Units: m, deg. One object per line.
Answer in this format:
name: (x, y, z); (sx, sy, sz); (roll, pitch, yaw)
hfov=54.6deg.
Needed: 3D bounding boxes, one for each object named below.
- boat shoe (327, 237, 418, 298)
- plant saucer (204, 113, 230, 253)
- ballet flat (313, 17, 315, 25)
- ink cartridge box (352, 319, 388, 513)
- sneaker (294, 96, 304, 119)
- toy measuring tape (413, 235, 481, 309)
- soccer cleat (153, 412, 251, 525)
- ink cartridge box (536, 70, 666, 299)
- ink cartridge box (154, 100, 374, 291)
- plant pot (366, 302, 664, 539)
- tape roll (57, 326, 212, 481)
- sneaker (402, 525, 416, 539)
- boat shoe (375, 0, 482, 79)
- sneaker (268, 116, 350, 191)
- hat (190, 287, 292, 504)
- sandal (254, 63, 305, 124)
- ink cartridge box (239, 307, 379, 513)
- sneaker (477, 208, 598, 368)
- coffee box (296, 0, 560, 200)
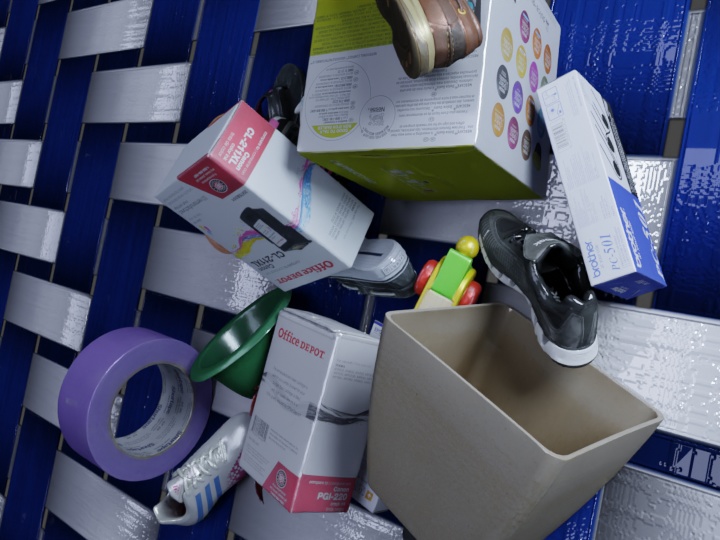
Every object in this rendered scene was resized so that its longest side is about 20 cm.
boat shoe: (0.000, 0.000, 0.845); (0.072, 0.071, 0.200); (-43, 25, -14)
plant saucer: (-0.183, -0.126, 1.020); (0.199, 0.037, 0.203); (7, 99, 50)
ballet flat: (-0.020, -0.277, 0.898); (0.062, 0.069, 0.201); (-14, 45, -3)
ink cartridge box: (0.024, 0.170, 0.819); (0.094, 0.037, 0.202); (25, 100, 41)
sneaker: (-0.032, -0.181, 0.881); (0.080, 0.070, 0.201); (-49, 38, 23)
toy measuring tape: (0.079, 0.054, 0.761); (0.073, 0.073, 0.202); (32, 101, 38)
soccer cleat: (-0.212, 0.279, 0.959); (0.070, 0.086, 0.201); (46, 110, 35)
ink cartridge box: (0.227, -0.079, 0.661); (0.044, 0.094, 0.202); (-22, 67, 34)
ink cartridge box: (-0.106, -0.074, 0.787); (0.145, 0.200, 0.083); (-19, 40, 50)
plant pot: (0.120, 0.162, 0.651); (0.200, 0.199, 0.179); (37, 116, 38)
tape roll: (-0.314, 0.186, 0.988); (0.084, 0.199, 0.202); (11, 89, 41)
sneaker: (0.123, 0.295, 0.687); (0.200, 0.075, 0.080); (36, 102, 38)
boat shoe: (0.048, -0.251, 0.602); (0.067, 0.072, 0.202); (-14, 62, -4)
sneaker: (-0.056, -0.113, 0.852); (0.087, 0.200, 0.074); (20, 70, 26)
hat: (-0.117, 0.151, 0.943); (0.200, 0.176, 0.166); (-40, 16, -1)
sandal: (-0.130, -0.203, 1.009); (0.075, 0.048, 0.202); (23, 97, 40)
ink cartridge box: (-0.056, 0.158, 0.817); (0.145, 0.084, 0.202); (15, 92, 56)
sneaker: (0.174, -0.009, 0.676); (0.091, 0.066, 0.201); (87, 165, -46)
coffee box: (0.078, -0.189, 0.724); (0.198, 0.199, 0.200); (4, 84, 33)
